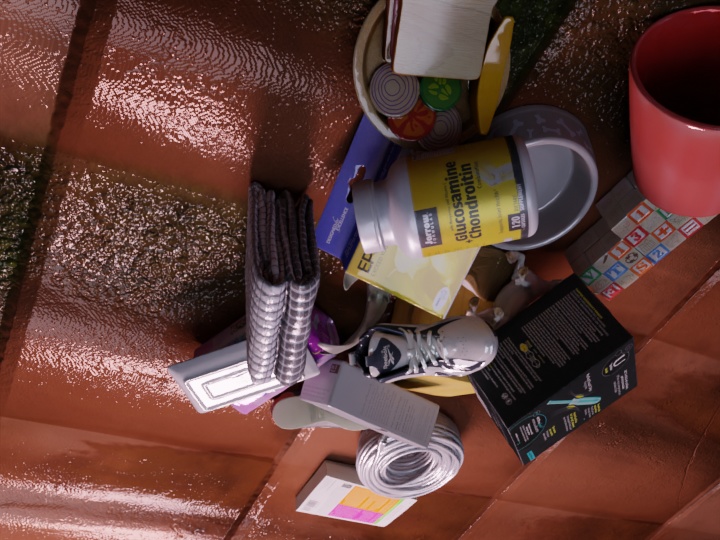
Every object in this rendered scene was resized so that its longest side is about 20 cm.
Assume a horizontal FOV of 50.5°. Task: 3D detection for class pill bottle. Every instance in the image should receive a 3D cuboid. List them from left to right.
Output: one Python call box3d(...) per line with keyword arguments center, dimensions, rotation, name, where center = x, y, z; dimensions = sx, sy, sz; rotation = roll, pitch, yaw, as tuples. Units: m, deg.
box3d(center=(0.093, -0.077, 0.854), dimensions=(0.194, 0.114, 0.114), rotation=(-11, 134, 7), name="pill bottle")

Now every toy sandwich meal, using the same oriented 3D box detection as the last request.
box3d(center=(0.085, -0.226, 0.824), dimensions=(0.199, 0.070, 0.211), rotation=(-4, 111, -9), name="toy sandwich meal")

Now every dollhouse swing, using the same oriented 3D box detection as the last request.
box3d(center=(0.121, 0.108, 1.191), dimensions=(0.195, 0.175, 0.187), rotation=(14, 87, -22), name="dollhouse swing")

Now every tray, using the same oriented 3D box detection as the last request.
box3d(center=(-0.163, 0.147, 1.074), dimensions=(0.195, 0.022, 0.109), rotation=(-19, 129, 8), name="tray")

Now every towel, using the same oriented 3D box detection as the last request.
box3d(center=(-0.100, 0.015, 0.949), dimensions=(0.083, 0.203, 0.169), rotation=(1, 130, -11), name="towel")

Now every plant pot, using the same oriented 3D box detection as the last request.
box3d(center=(0.406, -0.175, 0.901), dimensions=(0.195, 0.204, 0.179), rotation=(-14, 143, 2), name="plant pot")

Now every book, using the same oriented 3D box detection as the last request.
box3d(center=(-0.009, 0.430, 1.448), dimensions=(0.196, 0.049, 0.135), rotation=(19, 128, -24), name="book")

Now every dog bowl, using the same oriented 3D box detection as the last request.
box3d(center=(0.218, -0.112, 0.997), dimensions=(0.194, 0.059, 0.204), rotation=(-6, 132, -7), name="dog bowl")

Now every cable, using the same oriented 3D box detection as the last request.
box3d(center=(0.085, 0.327, 1.358), dimensions=(0.195, 0.070, 0.202), rotation=(15, 127, -25), name="cable")

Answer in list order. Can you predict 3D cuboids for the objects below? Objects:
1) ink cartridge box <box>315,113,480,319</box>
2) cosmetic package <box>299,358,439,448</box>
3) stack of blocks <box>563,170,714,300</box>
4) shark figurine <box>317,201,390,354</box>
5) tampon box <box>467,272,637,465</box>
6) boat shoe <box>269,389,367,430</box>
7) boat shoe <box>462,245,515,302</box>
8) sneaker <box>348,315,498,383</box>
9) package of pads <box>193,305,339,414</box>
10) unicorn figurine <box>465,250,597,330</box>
box3d(center=(0.059, -0.070, 0.940), dimensions=(0.196, 0.047, 0.201), rotation=(23, 111, -7), name="ink cartridge box")
box3d(center=(0.015, 0.202, 1.167), dimensions=(0.197, 0.076, 0.101), rotation=(26, 165, -27), name="cosmetic package")
box3d(center=(0.385, -0.060, 1.076), dimensions=(0.114, 0.059, 0.200), rotation=(27, 122, -31), name="stack of blocks")
box3d(center=(0.010, 0.020, 1.045), dimensions=(0.124, 0.090, 0.221), rotation=(7, 99, -9), name="shark figurine")
box3d(center=(0.257, 0.136, 1.040), dimensions=(0.198, 0.127, 0.151), rotation=(-34, 142, -2), name="tampon box")
box3d(center=(-0.051, 0.224, 1.244), dimensions=(0.194, 0.074, 0.063), rotation=(-3, 175, -12), name="boat shoe")
box3d(center=(0.149, -0.017, 1.065), dimensions=(0.198, 0.069, 0.072), rotation=(30, 96, -45), name="boat shoe")
box3d(center=(0.068, 0.105, 0.976), dimensions=(0.195, 0.082, 0.128), rotation=(2, -172, 39), name="sneaker")
box3d(center=(-0.138, 0.121, 1.121), dimensions=(0.198, 0.077, 0.120), rotation=(-33, 131, 18), name="package of pads")
box3d(center=(0.223, 0.037, 1.075), dimensions=(0.198, 0.075, 0.137), rotation=(-36, 146, 6), name="unicorn figurine")
